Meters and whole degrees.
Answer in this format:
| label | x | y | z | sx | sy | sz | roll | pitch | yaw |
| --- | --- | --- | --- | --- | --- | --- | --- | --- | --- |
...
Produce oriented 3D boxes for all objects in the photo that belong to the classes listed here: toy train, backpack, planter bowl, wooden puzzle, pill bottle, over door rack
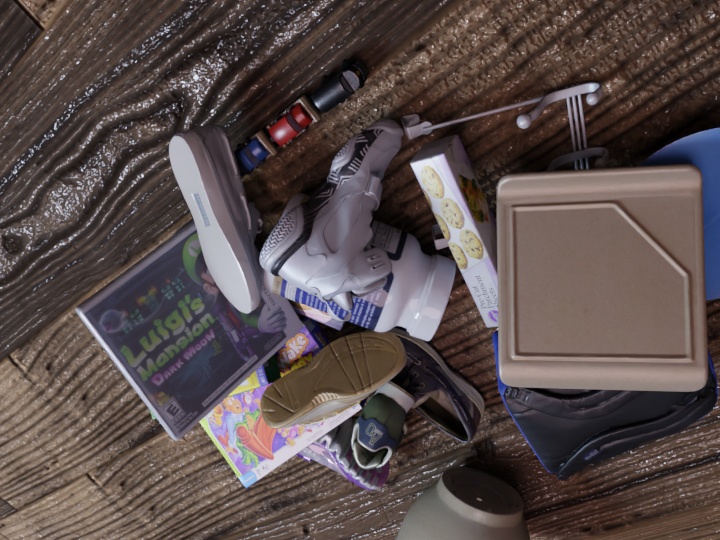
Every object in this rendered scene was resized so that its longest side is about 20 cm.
| label | x | y | z | sx | sy | sz | roll | pitch | yaw |
| --- | --- | --- | --- | --- | --- | --- | --- | --- | --- |
| toy train | -0.073 | -0.153 | 0.722 | 0.198 | 0.046 | 0.034 | -30 | 114 | 31 |
| backpack | 0.257 | 0.091 | 0.731 | 0.198 | 0.169 | 0.163 | -24 | 126 | 22 |
| planter bowl | 0.152 | 0.363 | 0.958 | 0.196 | 0.200 | 0.137 | 15 | 101 | 4 |
| wooden puzzle | 0.220 | 0.009 | 0.640 | 0.181 | 0.037 | 0.204 | -1 | 91 | 16 |
| pill bottle | 0.000 | 0.000 | 0.768 | 0.197 | 0.116 | 0.117 | 21 | 128 | 0 |
| over door rack | 0.148 | -0.093 | 0.693 | 0.196 | 0.067 | 0.150 | -7 | 122 | 19 |

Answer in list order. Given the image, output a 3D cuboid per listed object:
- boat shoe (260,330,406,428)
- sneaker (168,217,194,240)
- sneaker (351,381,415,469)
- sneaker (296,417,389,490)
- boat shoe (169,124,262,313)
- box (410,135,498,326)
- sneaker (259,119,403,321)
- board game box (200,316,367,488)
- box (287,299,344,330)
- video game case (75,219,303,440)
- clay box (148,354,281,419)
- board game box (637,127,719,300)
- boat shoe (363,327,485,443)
| label | x | y | z | sx | sy | sz | roll | pitch | yaw |
| --- | --- | --- | --- | --- | --- | --- | --- | --- | --- |
| boat shoe | -0.026 | 0.132 | 0.824 | 0.198 | 0.075 | 0.069 | -26 | 156 | 19 |
| sneaker | -0.230 | 0.016 | 0.811 | 0.071 | 0.202 | 0.112 | 37 | 167 | -25 |
| sneaker | 0.018 | 0.214 | 0.889 | 0.066 | 0.090 | 0.201 | 29 | 155 | 11 |
| sneaker | -0.049 | 0.249 | 0.989 | 0.199 | 0.081 | 0.089 | 37 | 131 | -5 |
| boat shoe | -0.139 | -0.056 | 0.737 | 0.071 | 0.068 | 0.203 | -6 | 109 | 51 |
| box | 0.113 | -0.035 | 0.686 | 0.041 | 0.039 | 0.202 | -8 | 120 | 39 |
| sneaker | 0.001 | -0.049 | 0.686 | 0.115 | 0.201 | 0.075 | 40 | 169 | 5 |
| board game box | -0.108 | 0.172 | 0.902 | 0.199 | 0.045 | 0.135 | -36 | 91 | 13 |
| box | -0.105 | 0.015 | 0.850 | 0.197 | 0.039 | 0.042 | 23 | 110 | -2 |
| video game case | -0.179 | 0.054 | 0.765 | 0.023 | 0.200 | 0.184 | 6 | 131 | 55 |
| clay box | -0.209 | 0.112 | 0.872 | 0.197 | 0.048 | 0.117 | -19 | 85 | 15 |
| board game box | 0.340 | -0.057 | 0.679 | 0.198 | 0.039 | 0.159 | 29 | 128 | -13 |
| boat shoe | 0.080 | 0.146 | 0.883 | 0.199 | 0.065 | 0.073 | 35 | 128 | -10 |
